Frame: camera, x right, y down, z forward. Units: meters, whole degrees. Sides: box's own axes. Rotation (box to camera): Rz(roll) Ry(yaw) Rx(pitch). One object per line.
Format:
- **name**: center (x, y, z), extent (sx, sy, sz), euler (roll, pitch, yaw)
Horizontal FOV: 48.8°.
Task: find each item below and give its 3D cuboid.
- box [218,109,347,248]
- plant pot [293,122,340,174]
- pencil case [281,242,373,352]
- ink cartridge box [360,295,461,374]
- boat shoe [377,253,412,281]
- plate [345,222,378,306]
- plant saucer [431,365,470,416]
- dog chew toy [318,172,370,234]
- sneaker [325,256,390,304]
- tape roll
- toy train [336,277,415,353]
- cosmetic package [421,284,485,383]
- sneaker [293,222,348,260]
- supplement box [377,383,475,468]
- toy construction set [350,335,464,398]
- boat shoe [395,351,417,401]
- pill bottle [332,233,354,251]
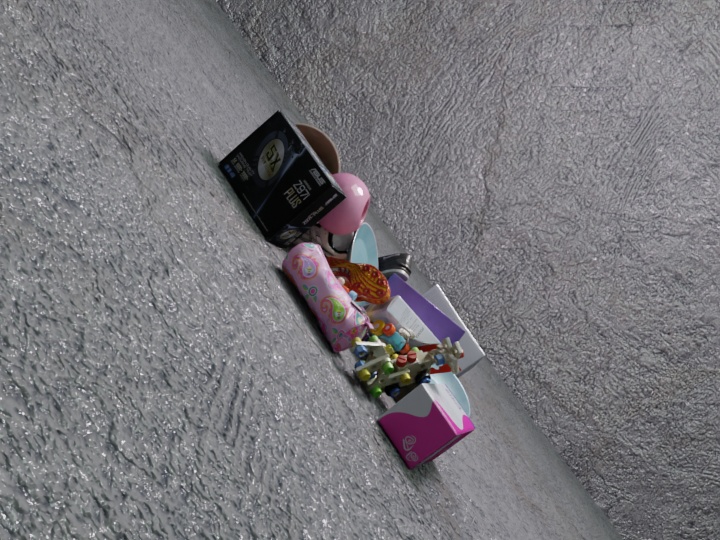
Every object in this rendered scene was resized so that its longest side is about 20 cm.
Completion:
- **box**: center (-0.151, -0.174, 1.531), extent (0.201, 0.163, 0.086), euler (55, 9, 19)
- **plant pot**: center (-0.142, -0.215, 1.791), extent (0.188, 0.187, 0.200), euler (51, -5, 0)
- **pencil case**: center (-0.059, 0.046, 1.386), extent (0.201, 0.087, 0.087), euler (54, 9, 22)
- **ink cartridge box**: center (0.086, 0.145, 1.570), extent (0.200, 0.047, 0.160), euler (50, -28, -11)
- **boat shoe**: center (0.043, -0.001, 1.825), extent (0.198, 0.058, 0.067), euler (-7, -38, 46)
- **plate**: center (0.000, 0.000, 1.682), extent (0.200, 0.025, 0.203), euler (0, 90, -73)
- **plant saucer**: center (0.152, 0.252, 1.707), extent (0.200, 0.039, 0.202), euler (36, 26, -21)
- **dog chew toy**: center (-0.083, -0.152, 1.609), extent (0.198, 0.126, 0.125), euler (20, 6, 6)
- **sneaker**: center (-0.009, 0.028, 1.536), extent (0.199, 0.073, 0.078), euler (22, -33, 47)
- **tape roll**: center (0.123, 0.100, 1.692), extent (0.199, 0.085, 0.200), euler (40, 2, -1)
- **toy train**: center (0.004, 0.097, 1.477), extent (0.199, 0.056, 0.151), euler (35, -18, 13)
- **cosmetic package**: center (0.186, 0.167, 1.906), extent (0.201, 0.122, 0.200), euler (55, -7, 12)
- **sneaker**: center (-0.101, -0.078, 1.663), extent (0.201, 0.087, 0.076), euler (50, 10, -3)
- **supplement box**: center (0.118, 0.264, 1.367), extent (0.102, 0.103, 0.200), euler (55, 8, 17)
- **toy construction set**: center (0.077, 0.159, 1.371), extent (0.093, 0.197, 0.132), euler (-104, -168, -46)
- **boat shoe**: center (0.101, 0.234, 1.532), extent (0.202, 0.071, 0.068), euler (60, 4, 15)
- **pill bottle**: center (-0.071, -0.097, 1.798), extent (0.113, 0.113, 0.200), euler (50, 4, -9)
